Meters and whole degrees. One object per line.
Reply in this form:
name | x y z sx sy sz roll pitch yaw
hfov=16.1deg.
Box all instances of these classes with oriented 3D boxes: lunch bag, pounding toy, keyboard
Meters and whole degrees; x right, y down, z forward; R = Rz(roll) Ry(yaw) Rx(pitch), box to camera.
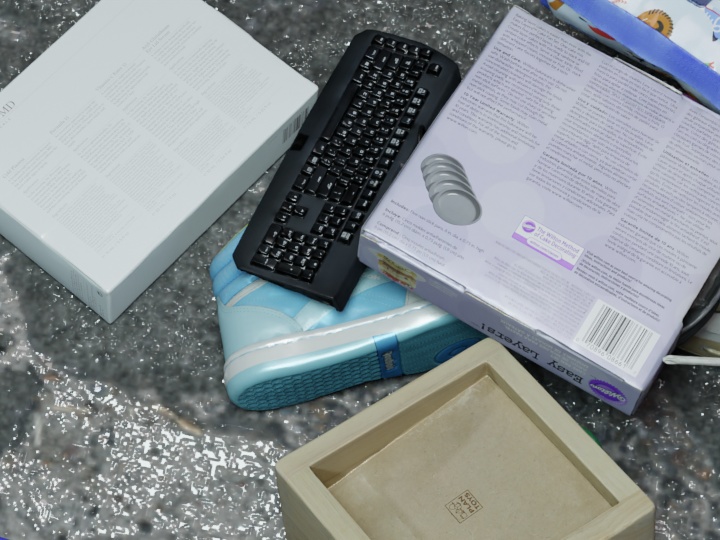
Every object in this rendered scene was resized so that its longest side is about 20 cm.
lunch bag | 0.222 -0.168 1.599 0.170 0.124 0.200 36 31 17
pounding toy | 0.088 0.163 1.477 0.200 0.142 0.184 -29 54 -19
keyboard | 0.006 -0.069 1.552 0.104 0.040 0.200 20 60 11

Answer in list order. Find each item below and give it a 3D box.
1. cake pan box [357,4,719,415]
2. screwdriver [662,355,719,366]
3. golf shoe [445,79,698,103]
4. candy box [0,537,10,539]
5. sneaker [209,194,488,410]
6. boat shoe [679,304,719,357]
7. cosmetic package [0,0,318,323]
cake pan box | 0.128 -0.037 1.501 0.200 0.052 0.184 28 70 9
screwdriver | 0.257 0.056 1.493 0.200 0.029 0.028 5 80 -39
golf shoe | 0.120 -0.075 1.626 0.200 0.075 0.092 -3 71 5
candy box | -0.178 0.250 1.436 0.200 0.077 0.169 15 64 6
sneaker | 0.000 0.000 1.572 0.200 0.080 0.131 -13 66 -10
boat shoe | 0.246 0.024 1.576 0.200 0.068 0.075 21 57 -13
cosmetic package | -0.148 -0.086 1.623 0.151 0.052 0.200 39 68 14
